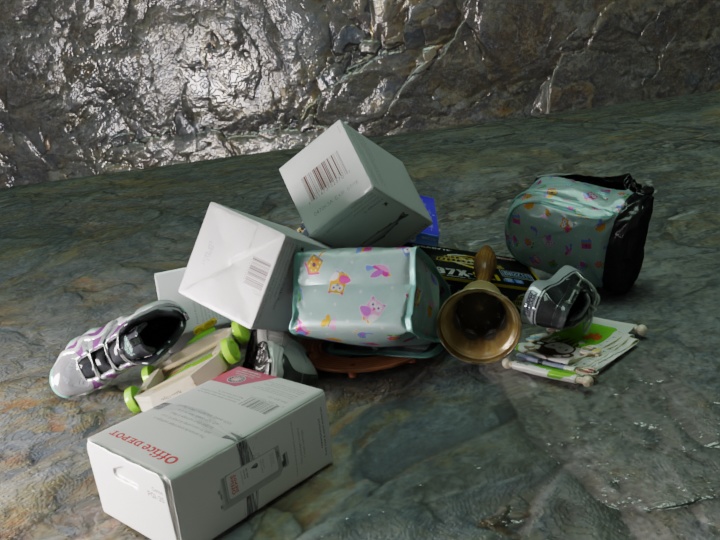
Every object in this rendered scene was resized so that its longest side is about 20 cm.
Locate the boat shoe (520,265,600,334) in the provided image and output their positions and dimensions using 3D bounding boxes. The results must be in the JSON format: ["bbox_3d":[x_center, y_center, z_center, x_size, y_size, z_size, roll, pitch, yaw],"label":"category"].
[{"bbox_3d":[0.265,0.039,1.069,0.067,0.075,0.198,21,10,26],"label":"boat shoe"}]

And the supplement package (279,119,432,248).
[{"bbox_3d":[-0.002,-0.104,1.205,0.116,0.119,0.199,-36,-25,18],"label":"supplement package"}]

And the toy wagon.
[{"bbox_3d":[-0.214,0.115,1.097,0.153,0.040,0.200,-27,13,10],"label":"toy wagon"}]

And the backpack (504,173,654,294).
[{"bbox_3d":[0.313,-0.063,1.243,0.197,0.170,0.126,21,33,28],"label":"backpack"}]

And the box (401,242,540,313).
[{"bbox_3d":[0.156,0.013,1.234,0.195,0.050,0.160,8,18,-4],"label":"box"}]

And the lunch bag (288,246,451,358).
[{"bbox_3d":[0.022,0.045,1.073,0.166,0.125,0.200,-1,-13,20],"label":"lunch bag"}]

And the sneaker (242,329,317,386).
[{"bbox_3d":[-0.106,0.115,1.087,0.078,0.076,0.200,14,7,-17],"label":"sneaker"}]

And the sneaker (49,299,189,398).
[{"bbox_3d":[-0.309,0.100,1.094,0.198,0.079,0.139,-35,10,-17],"label":"sneaker"}]

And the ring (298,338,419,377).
[{"bbox_3d":[0.011,0.100,1.150,0.195,0.020,0.201,-8,17,2],"label":"ring"}]

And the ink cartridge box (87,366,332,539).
[{"bbox_3d":[-0.146,0.178,0.843,0.145,0.085,0.198,8,22,42],"label":"ink cartridge box"}]

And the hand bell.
[{"bbox_3d":[0.157,0.020,1.099,0.102,0.106,0.201,-4,28,13],"label":"hand bell"}]

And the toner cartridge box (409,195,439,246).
[{"bbox_3d":[0.081,-0.082,1.437,0.093,0.044,0.201,10,22,-1],"label":"toner cartridge box"}]

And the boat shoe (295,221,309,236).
[{"bbox_3d":[-0.085,-0.038,1.348,0.091,0.070,0.200,-50,-2,-13],"label":"boat shoe"}]

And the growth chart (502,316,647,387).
[{"bbox_3d":[0.264,0.094,1.055,0.143,0.018,0.198,6,20,41],"label":"growth chart"}]

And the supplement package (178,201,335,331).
[{"bbox_3d":[-0.119,0.002,1.106,0.118,0.124,0.199,22,3,22],"label":"supplement package"}]

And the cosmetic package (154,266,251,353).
[{"bbox_3d":[-0.196,0.044,1.254,0.195,0.103,0.072,-11,-23,-14],"label":"cosmetic package"}]
